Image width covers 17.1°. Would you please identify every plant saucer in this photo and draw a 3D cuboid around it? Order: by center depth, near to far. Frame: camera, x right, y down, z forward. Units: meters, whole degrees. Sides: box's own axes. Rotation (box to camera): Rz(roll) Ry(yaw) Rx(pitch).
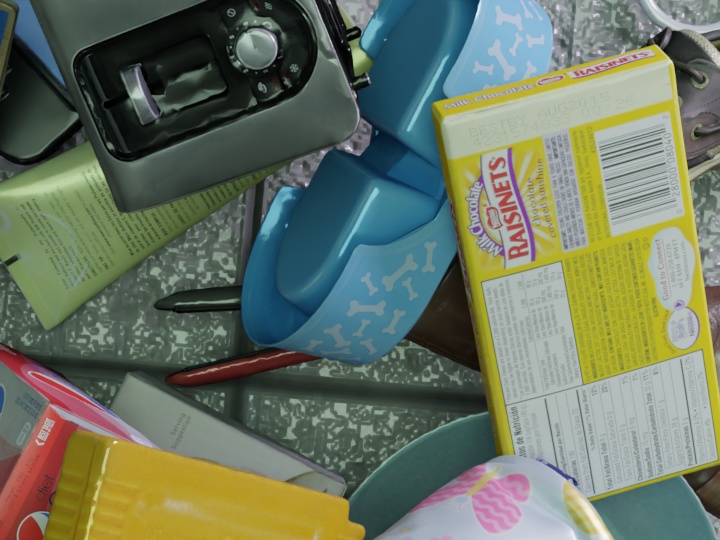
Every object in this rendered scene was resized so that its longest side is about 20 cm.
[{"bbox_3d":[0.070,0.158,1.113,0.200,0.039,0.202,-1,99,-9],"label":"plant saucer"}]

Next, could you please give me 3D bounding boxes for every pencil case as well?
[{"bbox_3d":[0.024,0.154,0.985,0.091,0.200,0.083,31,129,27],"label":"pencil case"}]

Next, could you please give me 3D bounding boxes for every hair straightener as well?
[{"bbox_3d":[0.000,0.000,1.127,0.199,0.041,0.077,-11,89,-2],"label":"hair straightener"}]

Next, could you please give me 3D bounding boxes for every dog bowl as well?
[{"bbox_3d":[0.018,-0.048,1.059,0.049,0.111,0.200,26,95,-23],"label":"dog bowl"}]

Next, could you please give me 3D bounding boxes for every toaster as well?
[{"bbox_3d":[-0.079,-0.138,1.012,0.118,0.200,0.181,-21,103,4],"label":"toaster"}]

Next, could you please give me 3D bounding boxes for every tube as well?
[{"bbox_3d":[-0.082,-0.054,1.124,0.200,0.052,0.058,-32,72,-2],"label":"tube"}]

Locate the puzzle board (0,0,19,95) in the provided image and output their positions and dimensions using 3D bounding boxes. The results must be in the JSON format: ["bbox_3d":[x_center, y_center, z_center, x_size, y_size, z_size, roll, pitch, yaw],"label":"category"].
[{"bbox_3d":[-0.263,-0.093,1.097,0.199,0.017,0.151,19,125,-1],"label":"puzzle board"}]

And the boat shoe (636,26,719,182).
[{"bbox_3d":[0.145,-0.080,1.084,0.200,0.072,0.066,-14,131,-30],"label":"boat shoe"}]

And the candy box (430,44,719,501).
[{"bbox_3d":[0.097,0.009,1.034,0.102,0.026,0.200,-14,117,-4],"label":"candy box"}]

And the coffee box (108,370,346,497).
[{"bbox_3d":[-0.101,0.160,1.099,0.114,0.080,0.200,28,88,-1],"label":"coffee box"}]

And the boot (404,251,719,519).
[{"bbox_3d":[0.134,-0.007,1.104,0.200,0.064,0.187,33,90,-10],"label":"boot"}]

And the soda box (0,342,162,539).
[{"bbox_3d":[-0.147,0.078,1.039,0.063,0.200,0.070,28,87,-23],"label":"soda box"}]

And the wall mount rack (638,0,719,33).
[{"bbox_3d":[0.127,-0.208,1.121,0.173,0.075,0.201,-7,87,-2],"label":"wall mount rack"}]

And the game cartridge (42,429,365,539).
[{"bbox_3d":[-0.075,0.176,0.957,0.032,0.176,0.201,11,84,37],"label":"game cartridge"}]

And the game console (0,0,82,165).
[{"bbox_3d":[-0.147,-0.180,1.090,0.200,0.116,0.176,-42,80,-2],"label":"game console"}]
